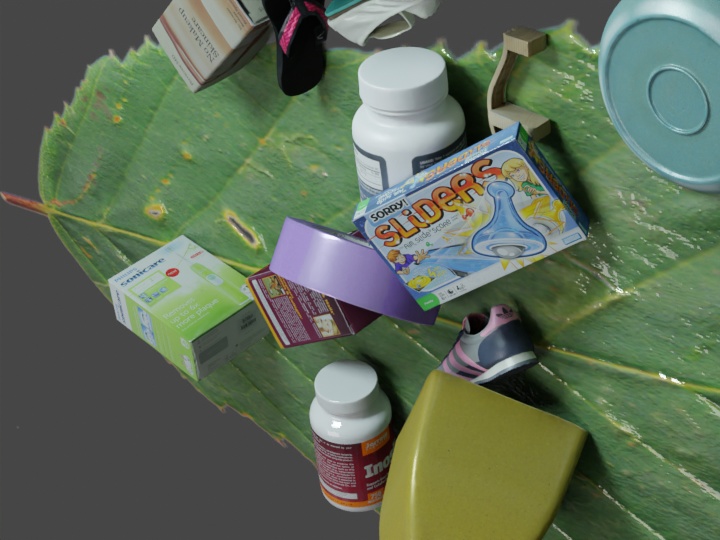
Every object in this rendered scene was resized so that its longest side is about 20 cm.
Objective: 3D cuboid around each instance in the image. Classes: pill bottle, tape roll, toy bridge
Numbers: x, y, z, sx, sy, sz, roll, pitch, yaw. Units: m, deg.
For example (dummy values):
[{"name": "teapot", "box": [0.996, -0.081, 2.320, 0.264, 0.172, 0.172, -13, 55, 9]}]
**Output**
[{"name": "pill bottle", "box": [-0.010, 0.224, 1.839, 0.113, 0.113, 0.200, 29, 141, 38]}, {"name": "pill bottle", "box": [0.054, -0.125, 1.415, 0.120, 0.120, 0.200, 29, 140, 38]}, {"name": "tape roll", "box": [0.000, 0.000, 1.537, 0.200, 0.200, 0.066, 23, 95, 43]}, {"name": "toy bridge", "box": [0.157, -0.148, 1.336, 0.067, 0.027, 0.200, 29, 140, 42]}]

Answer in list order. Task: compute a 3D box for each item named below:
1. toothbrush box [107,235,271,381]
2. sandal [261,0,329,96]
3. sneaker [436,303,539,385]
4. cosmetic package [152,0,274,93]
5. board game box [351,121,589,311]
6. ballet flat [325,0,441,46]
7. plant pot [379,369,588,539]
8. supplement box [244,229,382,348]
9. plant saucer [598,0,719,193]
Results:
[{"name": "toothbrush box", "box": [-0.251, 0.052, 1.988, 0.200, 0.146, 0.086, 32, 142, 36]}, {"name": "sandal", "box": [-0.064, -0.265, 1.494, 0.045, 0.075, 0.200, 55, 162, 36]}, {"name": "sneaker", "box": [0.135, 0.093, 1.573, 0.200, 0.070, 0.082, -29, 77, 57]}, {"name": "cosmetic package", "box": [-0.158, -0.301, 1.580, 0.103, 0.087, 0.200, 56, 150, -1]}, {"name": "board game box", "box": [0.110, -0.051, 1.360, 0.200, 0.034, 0.135, -26, 117, 29]}, {"name": "ballet flat", "box": [0.042, -0.275, 1.352, 0.200, 0.069, 0.070, -16, 105, 54]}, {"name": "plant pot", "box": [0.121, 0.272, 1.548, 0.194, 0.200, 0.196, 22, 145, 1]}, {"name": "supplement box", "box": [-0.052, 0.026, 1.739, 0.200, 0.086, 0.110, -15, 105, 59]}, {"name": "plant saucer", "box": [0.279, -0.151, 1.162, 0.200, 0.027, 0.200, 35, 142, 32]}]
